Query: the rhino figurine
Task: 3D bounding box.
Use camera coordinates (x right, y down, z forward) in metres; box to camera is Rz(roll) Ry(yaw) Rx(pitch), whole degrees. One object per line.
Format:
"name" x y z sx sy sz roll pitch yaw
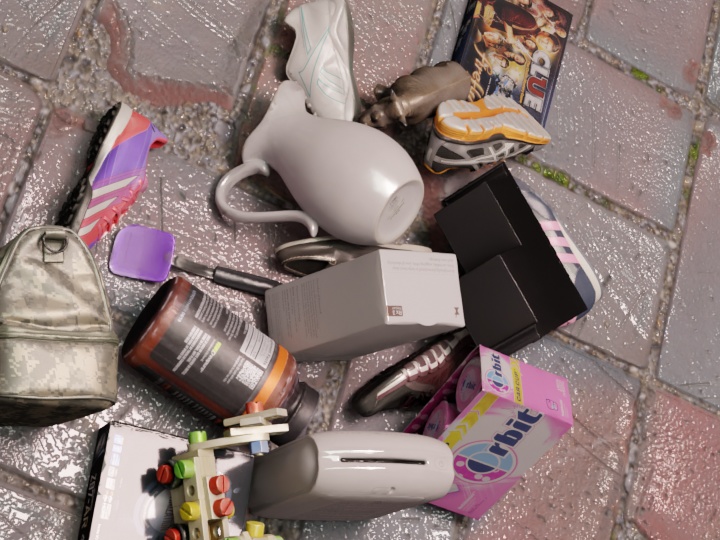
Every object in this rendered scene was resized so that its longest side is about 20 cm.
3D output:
"rhino figurine" 0.057 -0.196 1.724 0.200 0.087 0.060 -31 107 -50

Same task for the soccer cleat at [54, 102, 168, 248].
"soccer cleat" -0.262 -0.079 1.567 0.073 0.068 0.201 29 61 -21

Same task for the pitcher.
"pitcher" -0.047 -0.092 1.625 0.199 0.121 0.172 34 80 26

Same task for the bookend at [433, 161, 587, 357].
"bookend" 0.144 -0.006 1.677 0.200 0.092 0.200 61 24 4

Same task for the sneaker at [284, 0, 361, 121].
"sneaker" -0.042 -0.211 1.727 0.080 0.070 0.202 -6 88 6

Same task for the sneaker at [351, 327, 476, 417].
"sneaker" 0.090 0.142 1.676 0.199 0.076 0.116 -29 92 -32

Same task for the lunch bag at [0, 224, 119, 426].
"lunch bag" -0.318 0.055 1.421 0.138 0.200 0.169 6 75 -28

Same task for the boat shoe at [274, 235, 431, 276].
"boat shoe" 0.000 0.000 1.676 0.199 0.067 0.057 3 68 -30

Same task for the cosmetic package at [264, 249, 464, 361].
"cosmetic package" 0.002 0.040 1.575 0.112 0.199 0.082 4 73 -42

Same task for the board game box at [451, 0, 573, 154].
"board game box" 0.183 -0.262 1.870 0.135 0.035 0.201 25 65 -19

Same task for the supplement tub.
"supplement tub" -0.140 0.102 1.549 0.200 0.107 0.107 36 61 -14

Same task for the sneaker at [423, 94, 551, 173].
"sneaker" 0.145 -0.155 1.760 0.199 0.078 0.078 -3 42 -44

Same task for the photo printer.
"photo printer" -0.011 0.209 1.528 0.165 0.200 0.070 6 72 -25

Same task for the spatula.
"spatula" -0.169 -0.001 1.613 0.199 0.021 0.057 16 80 -25

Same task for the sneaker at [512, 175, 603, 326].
"sneaker" 0.206 -0.022 1.787 0.200 0.070 0.082 50 57 -3

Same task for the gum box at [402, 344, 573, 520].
"gum box" 0.124 0.180 1.614 0.113 0.200 0.066 21 40 -20

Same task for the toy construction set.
"toy construction set" -0.128 0.223 1.450 0.092 0.131 0.201 24 58 -41

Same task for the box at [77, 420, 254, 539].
"box" -0.199 0.267 1.502 0.159 0.043 0.201 17 67 -21
